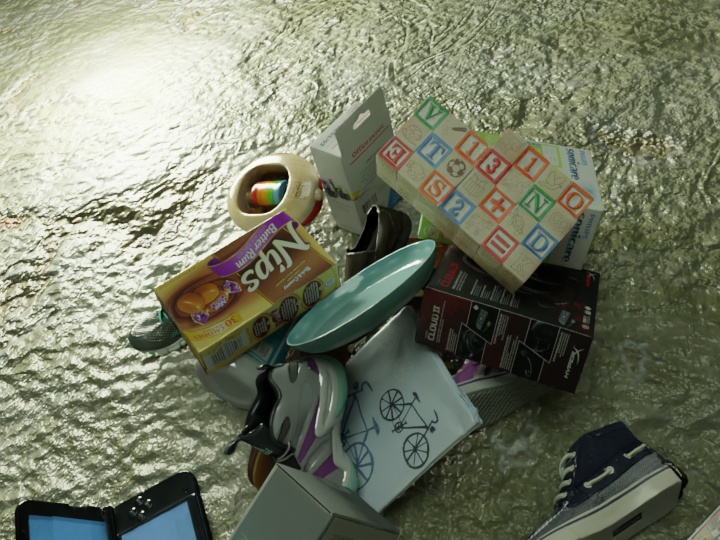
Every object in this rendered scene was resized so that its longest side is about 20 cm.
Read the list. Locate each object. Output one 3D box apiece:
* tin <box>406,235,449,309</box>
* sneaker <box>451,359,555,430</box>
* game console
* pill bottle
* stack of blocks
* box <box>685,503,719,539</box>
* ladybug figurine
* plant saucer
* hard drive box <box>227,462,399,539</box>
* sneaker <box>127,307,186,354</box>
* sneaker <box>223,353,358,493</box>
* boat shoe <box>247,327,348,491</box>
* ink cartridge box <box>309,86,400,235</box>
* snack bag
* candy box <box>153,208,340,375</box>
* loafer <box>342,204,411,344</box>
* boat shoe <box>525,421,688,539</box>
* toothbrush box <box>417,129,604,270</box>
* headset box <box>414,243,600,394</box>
[{"bbox_3d":[0.130,-0.007,0.923,0.196,0.042,0.113,-13,43,5],"label":"tin"},{"bbox_3d":[0.145,0.115,0.794,0.197,0.074,0.115,-19,42,-15],"label":"sneaker"},{"bbox_3d":[-0.252,0.311,0.705,0.168,0.119,0.201,-26,48,-7],"label":"game console"},{"bbox_3d":[-0.126,0.073,0.882,0.109,0.112,0.202,10,52,24],"label":"pill bottle"},{"bbox_3d":[0.125,-0.089,0.696,0.199,0.059,0.115,42,81,10],"label":"stack of blocks"},{"bbox_3d":[0.329,0.230,0.582,0.199,0.138,0.040,-36,51,-16],"label":"box"},{"bbox_3d":[-0.129,-0.114,1.054,0.197,0.072,0.138,9,76,40],"label":"ladybug figurine"},{"bbox_3d":[0.006,0.033,0.742,0.198,0.028,0.200,-32,10,6],"label":"plant saucer"},{"bbox_3d":[-0.069,0.295,0.600,0.076,0.156,0.202,29,80,35],"label":"hard drive box"},{"bbox_3d":[-0.249,0.047,0.956,0.197,0.092,0.078,-26,46,-6],"label":"sneaker"},{"bbox_3d":[-0.079,0.195,0.705,0.077,0.138,0.204,-21,73,51],"label":"sneaker"},{"bbox_3d":[-0.081,0.164,0.799,0.070,0.070,0.202,11,69,51],"label":"boat shoe"},{"bbox_3d":[-0.004,-0.166,0.992,0.067,0.202,0.115,24,59,33],"label":"ink cartridge box"},{"bbox_3d":[0.028,0.161,0.759,0.200,0.021,0.190,-46,43,15],"label":"snack bag"},{"bbox_3d":[-0.136,0.021,0.816,0.198,0.057,0.117,-34,59,-20],"label":"candy box"},{"bbox_3d":[0.000,0.000,0.899,0.072,0.071,0.203,2,67,52],"label":"loafer"},{"bbox_3d":[0.220,0.231,0.669,0.197,0.076,0.093,-23,40,-14],"label":"boat shoe"},{"bbox_3d":[0.177,-0.093,0.804,0.196,0.087,0.147,12,38,4],"label":"toothbrush box"},{"bbox_3d":[0.159,0.038,0.752,0.197,0.079,0.149,18,31,15],"label":"headset box"}]
